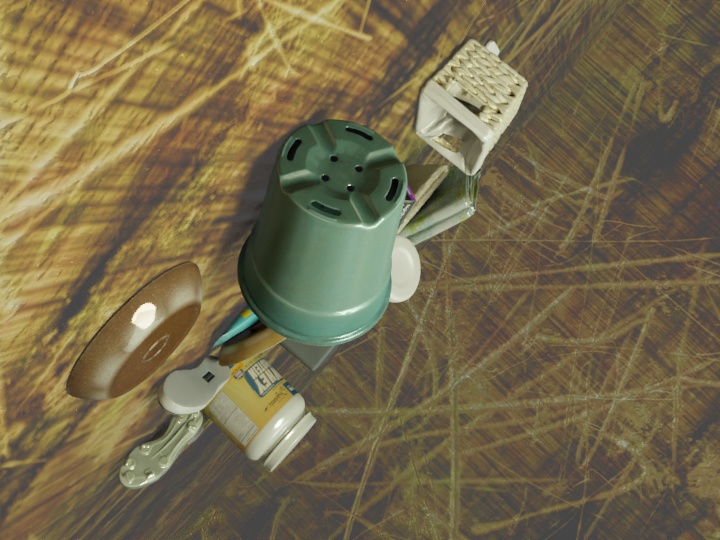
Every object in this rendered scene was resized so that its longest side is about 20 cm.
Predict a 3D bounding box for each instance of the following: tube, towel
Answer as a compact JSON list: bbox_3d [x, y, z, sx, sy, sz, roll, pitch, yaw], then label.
[{"bbox_3d":[-0.157,0.058,1.343,0.199,0.051,0.078,-40,175,-30],"label":"tube"},{"bbox_3d":[0.135,-0.125,1.561,0.197,0.048,0.173,-27,-155,28],"label":"towel"},{"bbox_3d":[0.073,-0.127,1.563,0.200,0.035,0.132,-48,-153,-18],"label":"towel"}]

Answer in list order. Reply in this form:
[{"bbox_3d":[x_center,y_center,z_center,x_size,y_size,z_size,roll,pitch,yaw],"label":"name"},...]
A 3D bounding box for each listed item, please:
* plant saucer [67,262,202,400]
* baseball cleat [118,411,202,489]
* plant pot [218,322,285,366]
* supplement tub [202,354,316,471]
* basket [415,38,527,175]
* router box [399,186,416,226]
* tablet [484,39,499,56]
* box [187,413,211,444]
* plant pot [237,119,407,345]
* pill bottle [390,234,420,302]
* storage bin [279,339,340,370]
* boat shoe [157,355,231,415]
[{"bbox_3d":[-0.243,0.079,0.943,0.201,0.037,0.201,-47,173,-8],"label":"plant saucer"},{"bbox_3d":[-0.350,0.322,1.457,0.200,0.070,0.107,-41,170,-44],"label":"baseball cleat"},{"bbox_3d":[-0.151,0.090,1.356,0.197,0.028,0.200,-28,-170,5],"label":"plant pot"},{"bbox_3d":[-0.190,0.244,1.493,0.145,0.200,0.145,-46,173,-7],"label":"supplement tub"},{"bbox_3d":[0.177,-0.263,1.352,0.124,0.135,0.200,-51,173,-8],"label":"basket"},{"bbox_3d":[-0.024,-0.055,1.254,0.146,0.052,0.201,-3,142,-35],"label":"router box"},{"bbox_3d":[0.183,-0.329,1.520,0.201,0.014,0.130,-51,173,14],"label":"tablet"},{"bbox_3d":[-0.282,0.250,1.613,0.201,0.041,0.039,-51,174,10],"label":"box"},{"bbox_3d":[-0.036,-0.052,0.961,0.200,0.199,0.198,-43,164,-34],"label":"plant pot"},{"bbox_3d":[0.000,0.000,1.448,0.197,0.114,0.112,-4,-151,46],"label":"pill bottle"},{"bbox_3d":[-0.080,0.088,1.625,0.201,0.134,0.145,-49,173,13],"label":"storage bin"},{"bbox_3d":[-0.267,0.191,1.291,0.070,0.071,0.200,-49,179,15],"label":"boat shoe"}]
